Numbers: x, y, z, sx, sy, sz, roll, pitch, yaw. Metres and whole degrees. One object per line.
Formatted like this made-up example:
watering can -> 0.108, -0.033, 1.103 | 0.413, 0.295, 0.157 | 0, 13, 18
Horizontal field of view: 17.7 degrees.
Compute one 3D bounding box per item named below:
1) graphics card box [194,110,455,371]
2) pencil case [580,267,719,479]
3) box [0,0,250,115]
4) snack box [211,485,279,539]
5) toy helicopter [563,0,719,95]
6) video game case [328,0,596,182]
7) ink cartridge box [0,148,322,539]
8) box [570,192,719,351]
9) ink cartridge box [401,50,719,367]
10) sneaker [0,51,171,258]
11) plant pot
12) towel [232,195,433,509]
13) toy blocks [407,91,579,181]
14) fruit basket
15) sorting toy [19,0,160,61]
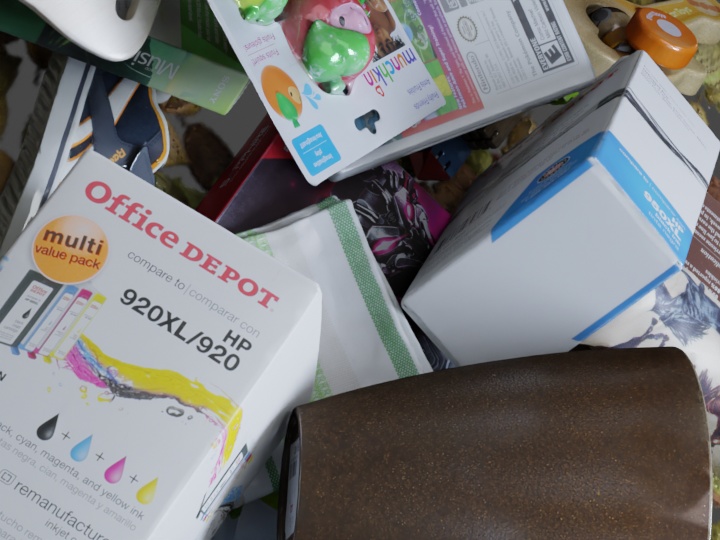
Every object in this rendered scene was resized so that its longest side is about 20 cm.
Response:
graphics card box -> 0.000, 0.000, 1.385 | 0.200, 0.051, 0.126 | 45, 55, -15
pencil case -> 0.210, 0.075, 1.393 | 0.200, 0.089, 0.078 | 45, 47, -12
box -> -0.159, -0.174, 1.299 | 0.199, 0.036, 0.145 | 19, 38, -22
snack box -> -0.024, 0.205, 1.291 | 0.168, 0.068, 0.201 | 28, 62, -25
toy helicopter -> 0.184, -0.165, 1.549 | 0.132, 0.079, 0.200 | 41, 32, 19
video game case -> 0.023, -0.172, 1.363 | 0.182, 0.023, 0.201 | -21, 84, -22
ink cartridge box -> -0.132, 0.075, 1.164 | 0.147, 0.145, 0.200 | 31, 67, 9
box -> 0.165, 0.029, 1.473 | 0.100, 0.075, 0.200 | 40, 55, -18
ink cartridge box -> 0.121, -0.030, 1.338 | 0.084, 0.144, 0.200 | 48, 26, -8
sneaker -> -0.153, -0.049, 1.279 | 0.079, 0.078, 0.201 | 27, 60, -18
plant pot -> 0.060, 0.124, 1.204 | 0.199, 0.187, 0.188 | 5, 70, -7
towel -> -0.068, 0.052, 1.269 | 0.199, 0.031, 0.150 | -20, 68, -15
toy blocks -> 0.032, -0.133, 1.425 | 0.200, 0.100, 0.137 | 51, 62, -25
fruit basket -> -0.031, -0.159, 1.251 | 0.200, 0.094, 0.185 | 56, 30, 0
sorting toy -> -0.167, -0.203, 1.234 | 0.180, 0.107, 0.200 | 48, 31, -17
